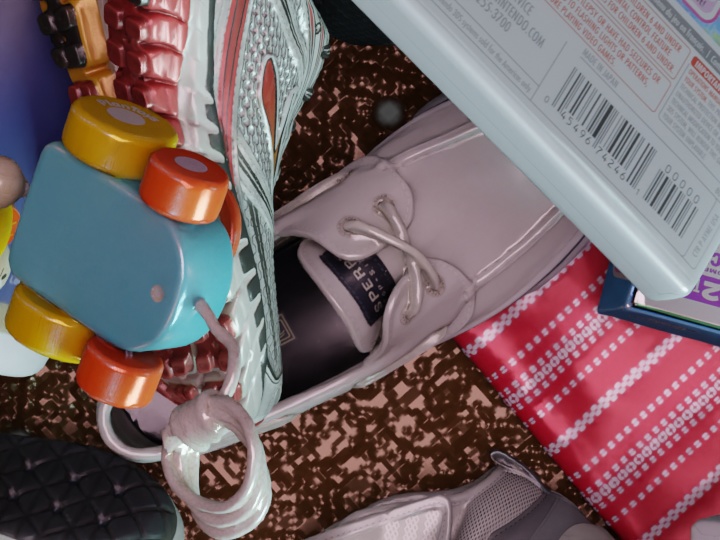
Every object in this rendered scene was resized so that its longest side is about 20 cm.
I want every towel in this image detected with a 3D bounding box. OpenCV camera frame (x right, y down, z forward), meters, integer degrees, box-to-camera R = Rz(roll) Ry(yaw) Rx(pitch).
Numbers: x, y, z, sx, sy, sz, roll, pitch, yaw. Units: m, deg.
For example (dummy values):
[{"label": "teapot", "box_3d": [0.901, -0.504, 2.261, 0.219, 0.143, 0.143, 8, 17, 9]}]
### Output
[{"label": "towel", "box_3d": [0.107, 0.003, 0.998, 0.145, 0.022, 0.200, -40, 93, 0]}]

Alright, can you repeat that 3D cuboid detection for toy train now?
[{"label": "toy train", "box_3d": [-0.093, 0.031, 0.845, 0.200, 0.056, 0.151, -15, 84, 38]}]

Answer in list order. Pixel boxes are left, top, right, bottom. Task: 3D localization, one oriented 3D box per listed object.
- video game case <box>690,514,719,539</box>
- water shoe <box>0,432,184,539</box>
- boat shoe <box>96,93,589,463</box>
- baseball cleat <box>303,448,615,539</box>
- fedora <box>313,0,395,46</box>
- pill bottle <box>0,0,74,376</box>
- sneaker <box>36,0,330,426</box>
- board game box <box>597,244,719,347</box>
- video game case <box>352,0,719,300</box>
[{"label": "video game case", "box_3d": [0.152, 0.137, 0.927, 0.018, 0.200, 0.144, 1, 92, 31]}, {"label": "water shoe", "box_3d": [-0.154, 0.084, 0.963, 0.200, 0.072, 0.079, 18, 129, 16]}, {"label": "boat shoe", "box_3d": [0.000, 0.000, 0.954, 0.200, 0.066, 0.072, -27, 96, 10]}, {"label": "baseball cleat", "box_3d": [-0.001, 0.148, 0.983, 0.106, 0.070, 0.200, 41, 80, 3]}, {"label": "fedora", "box_3d": [0.024, -0.139, 0.937, 0.091, 0.200, 0.201, -10, 93, 39]}, {"label": "pill bottle", "box_3d": [-0.115, -0.077, 0.941, 0.111, 0.111, 0.200, 22, 91, -3]}, {"label": "sneaker", "box_3d": [-0.041, -0.046, 0.886, 0.082, 0.078, 0.200, -21, 117, -37]}, {"label": "board game box", "box_3d": [0.175, -0.063, 0.970, 0.153, 0.040, 0.200, 16, 85, -8]}, {"label": "video game case", "box_3d": [0.069, -0.123, 0.871, 0.200, 0.024, 0.182, 44, 63, -23]}]
